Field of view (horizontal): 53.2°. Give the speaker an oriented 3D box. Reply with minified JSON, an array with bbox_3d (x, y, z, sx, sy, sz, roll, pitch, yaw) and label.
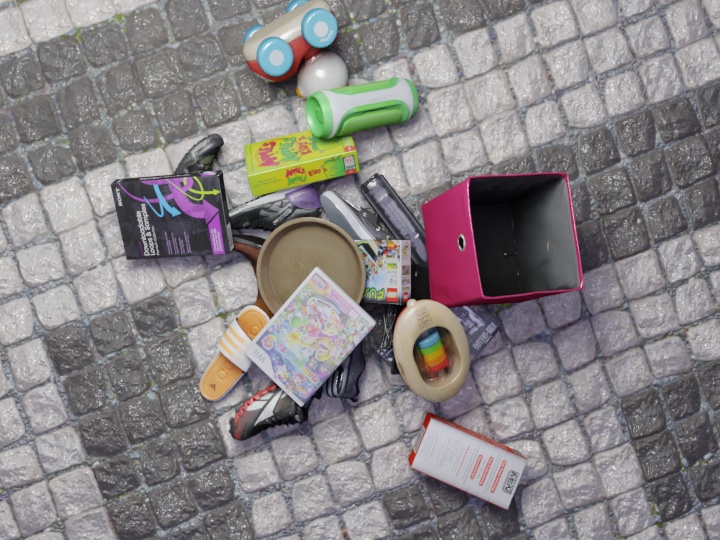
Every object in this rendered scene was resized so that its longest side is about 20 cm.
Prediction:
[{"bbox_3d":[0.004,-0.292,1.285,0.197,0.088,0.090,-17,91,-28],"label":"speaker"}]

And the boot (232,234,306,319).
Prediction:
[{"bbox_3d":[-0.191,0.049,1.337,0.186,0.069,0.203,23,102,-1],"label":"boot"}]

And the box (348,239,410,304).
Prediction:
[{"bbox_3d":[0.000,0.000,1.285,0.197,0.034,0.112,1,92,37],"label":"box"}]

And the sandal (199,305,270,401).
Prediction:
[{"bbox_3d":[-0.231,0.162,1.302,0.079,0.059,0.208,34,103,2],"label":"sandal"}]

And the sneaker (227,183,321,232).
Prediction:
[{"bbox_3d":[-0.166,-0.096,1.320,0.197,0.076,0.089,-22,97,-2],"label":"sneaker"}]

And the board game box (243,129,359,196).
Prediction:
[{"bbox_3d":[-0.108,-0.203,1.303,0.196,0.102,0.048,-13,134,-2],"label":"board game box"}]

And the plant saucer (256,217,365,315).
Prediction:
[{"bbox_3d":[-0.085,0.006,1.263,0.196,0.029,0.204,2,101,9],"label":"plant saucer"}]

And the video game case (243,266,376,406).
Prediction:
[{"bbox_3d":[-0.089,0.116,1.251,0.143,0.018,0.200,42,99,0],"label":"video game case"}]

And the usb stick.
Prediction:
[{"bbox_3d":[0.075,-0.090,1.349,0.055,0.033,0.201,-37,92,5],"label":"usb stick"}]

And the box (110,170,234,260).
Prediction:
[{"bbox_3d":[-0.331,-0.095,1.274,0.196,0.036,0.146,-4,111,7],"label":"box"}]

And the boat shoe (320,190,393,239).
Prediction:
[{"bbox_3d":[0.012,-0.080,1.333,0.200,0.070,0.066,45,67,2],"label":"boat shoe"}]

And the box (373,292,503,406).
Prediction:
[{"bbox_3d":[0.145,0.123,1.344,0.157,0.050,0.201,40,89,-2],"label":"box"}]

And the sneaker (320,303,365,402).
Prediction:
[{"bbox_3d":[-0.022,0.141,1.341,0.073,0.087,0.204,-1,70,38],"label":"sneaker"}]

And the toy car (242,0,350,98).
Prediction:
[{"bbox_3d":[-0.096,-0.359,1.296,0.175,0.185,0.202,-32,120,-2],"label":"toy car"}]

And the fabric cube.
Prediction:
[{"bbox_3d":[0.235,-0.045,1.239,0.196,0.199,0.200,-4,84,-19],"label":"fabric cube"}]

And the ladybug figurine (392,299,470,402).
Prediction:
[{"bbox_3d":[0.118,0.134,1.256,0.134,0.072,0.203,-24,112,-12],"label":"ladybug figurine"}]

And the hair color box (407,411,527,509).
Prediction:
[{"bbox_3d":[0.198,0.353,1.342,0.197,0.061,0.103,24,89,-1],"label":"hair color box"}]

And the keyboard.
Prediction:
[{"bbox_3d":[0.083,0.087,1.307,0.102,0.039,0.204,8,89,-25],"label":"keyboard"}]

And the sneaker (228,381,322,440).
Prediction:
[{"bbox_3d":[-0.150,0.252,1.310,0.200,0.071,0.098,-39,62,-2],"label":"sneaker"}]

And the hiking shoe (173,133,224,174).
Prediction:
[{"bbox_3d":[-0.296,-0.153,1.319,0.100,0.076,0.201,36,99,-8],"label":"hiking shoe"}]
